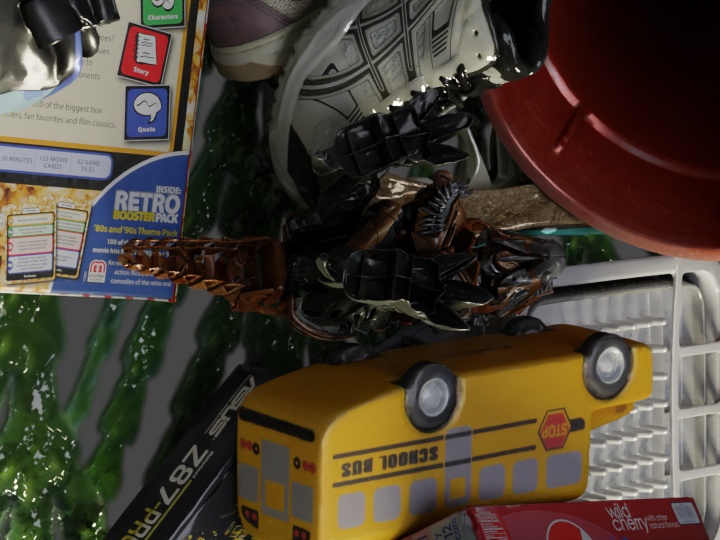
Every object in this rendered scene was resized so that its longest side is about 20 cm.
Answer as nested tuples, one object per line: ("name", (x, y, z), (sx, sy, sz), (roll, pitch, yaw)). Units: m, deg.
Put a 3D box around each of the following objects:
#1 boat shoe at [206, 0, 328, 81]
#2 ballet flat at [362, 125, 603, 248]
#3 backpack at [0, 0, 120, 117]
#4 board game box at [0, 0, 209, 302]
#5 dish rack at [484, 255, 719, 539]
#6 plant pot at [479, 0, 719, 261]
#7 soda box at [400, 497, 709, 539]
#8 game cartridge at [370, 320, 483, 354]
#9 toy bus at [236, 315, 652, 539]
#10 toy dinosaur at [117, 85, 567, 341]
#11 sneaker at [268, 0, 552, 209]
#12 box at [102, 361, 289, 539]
("boat shoe", (0.004, -0.164, 1.067), (0.200, 0.072, 0.065), (-38, 124, -20))
("ballet flat", (0.064, -0.043, 1.138), (0.199, 0.070, 0.066), (-11, 102, -38))
("backpack", (-0.202, -0.133, 0.825), (0.146, 0.199, 0.185), (-8, 88, -36))
("board game box", (-0.140, -0.091, 0.982), (0.151, 0.046, 0.202), (4, 96, -38))
("dish rack", (0.124, 0.079, 1.196), (0.199, 0.043, 0.173), (-6, 97, -50))
("plant pot", (0.180, -0.144, 1.118), (0.202, 0.199, 0.196), (62, 39, -28))
("soda box", (0.089, 0.146, 1.054), (0.199, 0.070, 0.064), (7, 59, -53))
("game cartridge", (0.001, 0.120, 1.140), (0.199, 0.041, 0.134), (-34, 122, -28))
("toy bus", (0.042, 0.071, 1.039), (0.199, 0.065, 0.079), (-7, 102, -38))
("toy dinosaur", (0.000, 0.000, 1.016), (0.199, 0.136, 0.103), (-22, 80, -25))
("sneaker", (0.032, -0.097, 1.012), (0.075, 0.088, 0.201), (1, 127, -51))
("box", (-0.037, 0.167, 1.066), (0.161, 0.049, 0.200), (-50, 125, -18))
